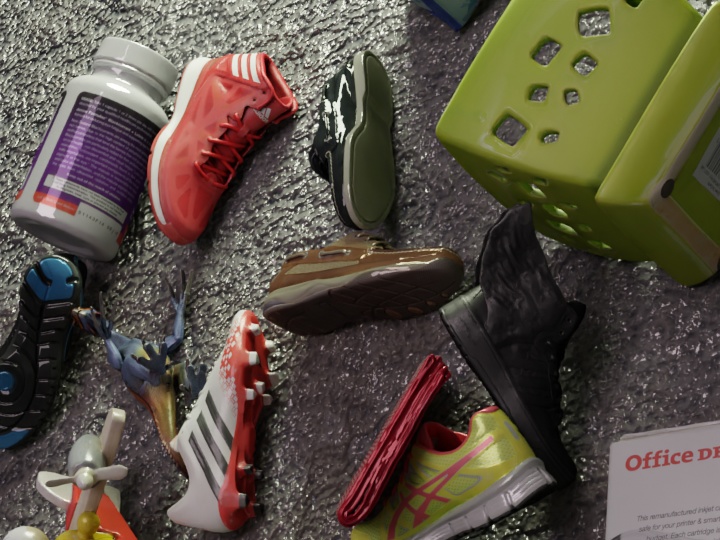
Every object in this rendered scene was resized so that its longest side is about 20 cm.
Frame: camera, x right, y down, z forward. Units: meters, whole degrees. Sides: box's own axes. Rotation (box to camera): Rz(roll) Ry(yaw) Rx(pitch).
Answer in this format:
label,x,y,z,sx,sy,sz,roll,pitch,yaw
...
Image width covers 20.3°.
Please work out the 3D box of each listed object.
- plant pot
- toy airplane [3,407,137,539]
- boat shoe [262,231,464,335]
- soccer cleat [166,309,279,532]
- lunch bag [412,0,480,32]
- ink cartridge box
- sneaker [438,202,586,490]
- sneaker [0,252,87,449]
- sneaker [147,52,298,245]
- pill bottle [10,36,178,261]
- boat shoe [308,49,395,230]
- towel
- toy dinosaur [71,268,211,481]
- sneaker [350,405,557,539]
label,x,y,z,sx,sy,sz,roll,pitch,yaw
plant pot,0.210,-0.112,1.522,0.181,0.200,0.200,29,86,38
toy airplane,-0.246,0.232,1.731,0.199,0.140,0.201,-25,66,54
boat shoe,0.000,0.000,1.713,0.199,0.076,0.072,-11,57,34
soccer cleat,-0.122,0.128,1.739,0.085,0.069,0.201,-4,67,19
lunch bag,0.055,-0.340,1.773,0.170,0.200,0.127,-53,45,3
ink cartridge box,0.246,0.211,1.377,0.144,0.084,0.201,-13,59,35
sneaker,0.135,0.058,1.522,0.104,0.200,0.060,-33,2,-2
sneaker,-0.308,0.078,1.936,0.073,0.082,0.201,25,99,4
sneaker,-0.127,-0.124,1.888,0.115,0.078,0.201,-11,60,37
pill bottle,-0.253,-0.120,1.965,0.111,0.111,0.201,10,73,43
boat shoe,-0.014,-0.108,1.781,0.066,0.074,0.200,-20,50,26
towel,0.023,0.133,1.562,0.022,0.200,0.145,31,86,2
toy dinosaur,-0.211,0.087,1.833,0.181,0.105,0.201,-8,71,60
sneaker,0.060,0.162,1.530,0.200,0.078,0.091,-32,82,38
